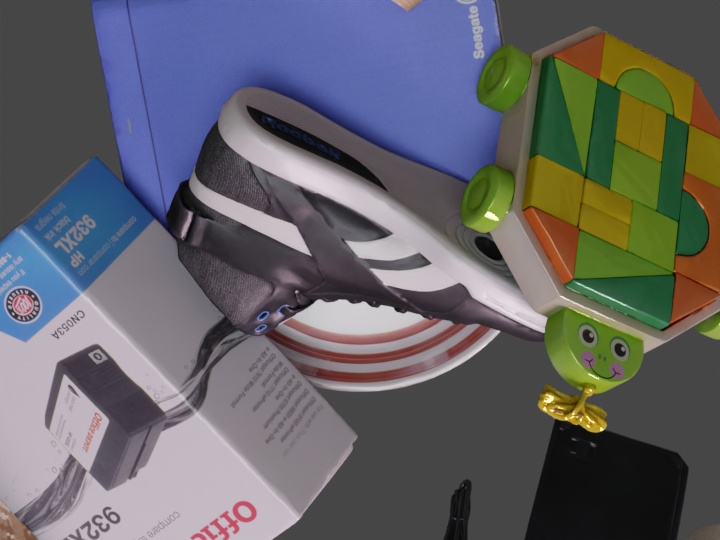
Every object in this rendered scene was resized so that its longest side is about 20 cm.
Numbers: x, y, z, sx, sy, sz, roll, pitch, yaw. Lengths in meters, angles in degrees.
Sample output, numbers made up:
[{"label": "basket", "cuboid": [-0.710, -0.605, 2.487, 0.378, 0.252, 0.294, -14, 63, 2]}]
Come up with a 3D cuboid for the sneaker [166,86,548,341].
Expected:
[{"label": "sneaker", "cuboid": [0.000, 0.000, 1.196, 0.200, 0.073, 0.112, 30, 121, -6]}]

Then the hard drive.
[{"label": "hard drive", "cuboid": [-0.025, -0.088, 1.215, 0.200, 0.025, 0.132, -8, 102, 7]}]

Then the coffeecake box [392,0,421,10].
[{"label": "coffeecake box", "cuboid": [0.026, -0.251, 1.149, 0.153, 0.073, 0.200, -34, 85, 7]}]

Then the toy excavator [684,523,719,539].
[{"label": "toy excavator", "cuboid": [0.283, 0.157, 1.240, 0.194, 0.100, 0.200, 37, 112, -2]}]

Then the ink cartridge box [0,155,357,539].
[{"label": "ink cartridge box", "cuboid": [-0.125, 0.067, 1.229, 0.200, 0.084, 0.145, 47, 126, -7]}]

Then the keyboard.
[{"label": "keyboard", "cuboid": [0.090, 0.159, 1.218, 0.127, 0.200, 0.021, 18, 144, 0]}]

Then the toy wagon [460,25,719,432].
[{"label": "toy wagon", "cuboid": [0.122, -0.019, 1.168, 0.155, 0.200, 0.040, 23, 148, -23]}]

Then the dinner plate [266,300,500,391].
[{"label": "dinner plate", "cuboid": [-0.002, -0.036, 1.250, 0.200, 0.024, 0.200, 1, 102, 4]}]
